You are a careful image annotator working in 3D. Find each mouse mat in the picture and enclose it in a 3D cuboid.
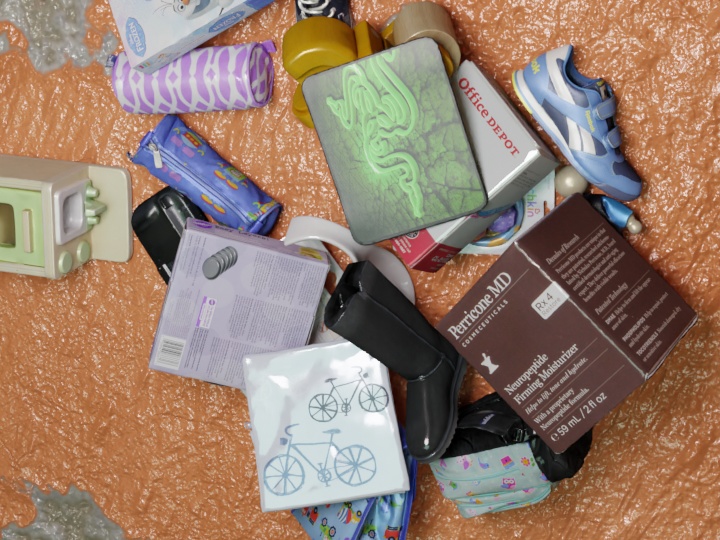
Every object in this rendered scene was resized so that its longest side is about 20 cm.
[{"bbox_3d":[0.037,-0.138,1.425,0.160,0.008,0.201,-17,99,15],"label":"mouse mat"}]

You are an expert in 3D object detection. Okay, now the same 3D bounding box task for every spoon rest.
[{"bbox_3d":[0.000,0.000,1.559,0.060,0.100,0.200,-20,134,43],"label":"spoon rest"}]

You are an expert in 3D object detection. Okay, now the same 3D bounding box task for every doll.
[{"bbox_3d":[0.267,-0.026,1.519,0.136,0.048,0.201,-14,102,27],"label":"doll"}]

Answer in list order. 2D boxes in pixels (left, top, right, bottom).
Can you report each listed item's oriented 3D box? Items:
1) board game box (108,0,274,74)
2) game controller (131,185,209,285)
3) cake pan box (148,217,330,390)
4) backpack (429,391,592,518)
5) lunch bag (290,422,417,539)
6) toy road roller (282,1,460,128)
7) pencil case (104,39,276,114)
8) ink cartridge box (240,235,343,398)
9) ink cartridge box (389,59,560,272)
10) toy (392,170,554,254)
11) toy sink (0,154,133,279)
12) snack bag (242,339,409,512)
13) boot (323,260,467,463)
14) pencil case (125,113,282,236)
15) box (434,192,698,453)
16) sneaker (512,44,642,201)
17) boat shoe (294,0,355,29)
[{"bbox_3d":[-0.212,-0.365,1.532,0.198,0.043,0.201,-25,77,21],"label":"board game box"},{"bbox_3d":[-0.219,-0.011,1.696,0.104,0.042,0.200,-28,97,38],"label":"game controller"},{"bbox_3d":[-0.150,0.053,1.598,0.183,0.052,0.201,13,108,-9],"label":"cake pan box"},{"bbox_3d":[0.173,0.216,1.574,0.199,0.167,0.127,-22,99,31],"label":"backpack"},{"bbox_3d":[0.002,0.257,1.644,0.094,0.151,0.201,6,108,-30],"label":"lunch bag"},{"bbox_3d":[0.000,-0.238,1.469,0.200,0.123,0.146,-39,119,21],"label":"toy road roller"},{"bbox_3d":[-0.205,-0.236,1.593,0.199,0.086,0.084,2,145,18],"label":"pencil case"},{"bbox_3d":[-0.108,0.048,1.653,0.200,0.047,0.160,-35,111,5],"label":"ink cartridge box"},{"bbox_3d":[0.104,-0.116,1.488,0.200,0.083,0.146,-41,69,17],"label":"ink cartridge box"},{"bbox_3d":[0.129,-0.070,1.551,0.199,0.047,0.116,3,109,18],"label":"toy"},{"bbox_3d":[-0.411,-0.068,1.694,0.199,0.112,0.131,8,110,16],"label":"toy sink"},{"bbox_3d":[-0.047,0.182,1.572,0.188,0.021,0.201,-11,86,11],"label":"snack bag"},{"bbox_3d":[0.036,0.106,1.506,0.065,0.165,0.200,-17,134,36],"label":"boot"},{"bbox_3d":[-0.193,-0.111,1.623,0.200,0.087,0.078,39,104,2],"label":"pencil case"},{"bbox_3d":[0.229,0.057,1.446,0.200,0.164,0.166,46,130,7],"label":"box"},{"bbox_3d":[0.258,-0.165,1.465,0.082,0.074,0.200,-39,93,23],"label":"sneaker"},{"bbox_3d":[-0.055,-0.317,1.506,0.074,0.093,0.201,-2,106,19],"label":"boat shoe"}]
